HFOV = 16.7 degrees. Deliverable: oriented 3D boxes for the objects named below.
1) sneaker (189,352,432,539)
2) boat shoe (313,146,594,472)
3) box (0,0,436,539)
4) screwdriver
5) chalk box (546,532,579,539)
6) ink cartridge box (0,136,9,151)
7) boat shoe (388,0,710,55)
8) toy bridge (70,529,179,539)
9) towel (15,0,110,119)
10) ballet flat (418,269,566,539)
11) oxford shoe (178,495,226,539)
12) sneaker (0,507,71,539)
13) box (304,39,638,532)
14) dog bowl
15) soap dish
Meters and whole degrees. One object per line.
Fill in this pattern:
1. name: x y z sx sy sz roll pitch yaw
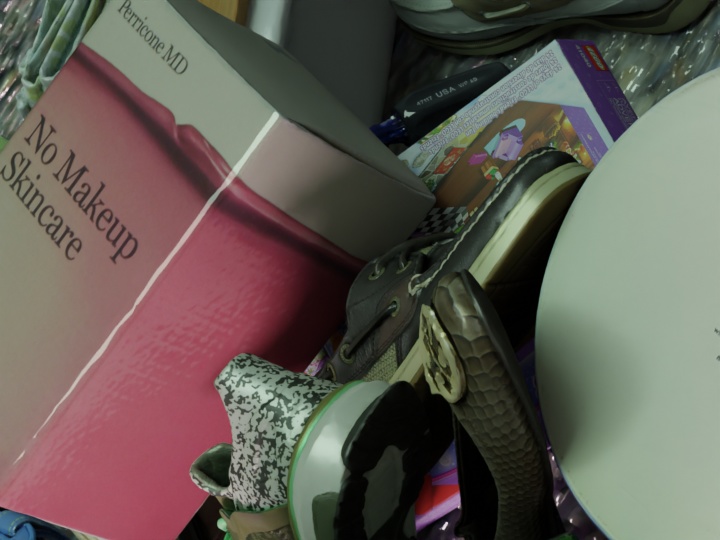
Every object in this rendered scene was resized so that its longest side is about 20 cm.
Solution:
1. sneaker: -0.026 0.102 0.984 0.089 0.200 0.077 31 48 23
2. boat shoe: 0.025 0.019 0.985 0.065 0.073 0.200 49 127 21
3. box: -0.089 -0.002 1.033 0.200 0.109 0.128 -53 49 10
4. screwdriver: -0.015 -0.048 1.144 0.200 0.029 0.028 -28 -6 -13
5. chalk box: 0.039 0.184 0.898 0.125 0.200 0.124 -36 75 31
6. ink cartridge box: -0.204 0.001 1.268 0.146 0.200 0.048 -58 34 1
7. boat shoe: 0.076 -0.149 1.156 0.200 0.068 0.075 -2 64 49
8. toy bridge: -0.110 0.127 1.184 0.027 0.067 0.200 -57 36 3
9. towel: -0.100 -0.106 1.236 0.048 0.200 0.171 2 63 21
10. ballet flat: 0.047 0.071 0.939 0.046 0.200 0.067 -18 54 0
11. oxford shoe: -0.056 0.092 1.109 0.084 0.073 0.200 -20 63 -1
12. sneaker: -0.175 0.152 1.242 0.082 0.074 0.200 -47 47 17
13. box: 0.050 0.013 1.046 0.200 0.039 0.137 -35 76 29
14. dog bowl: 0.164 0.025 0.885 0.200 0.079 0.200 -11 72 37
15. soap dish: -0.042 -0.136 1.210 0.081 0.157 0.200 -3 60 19
